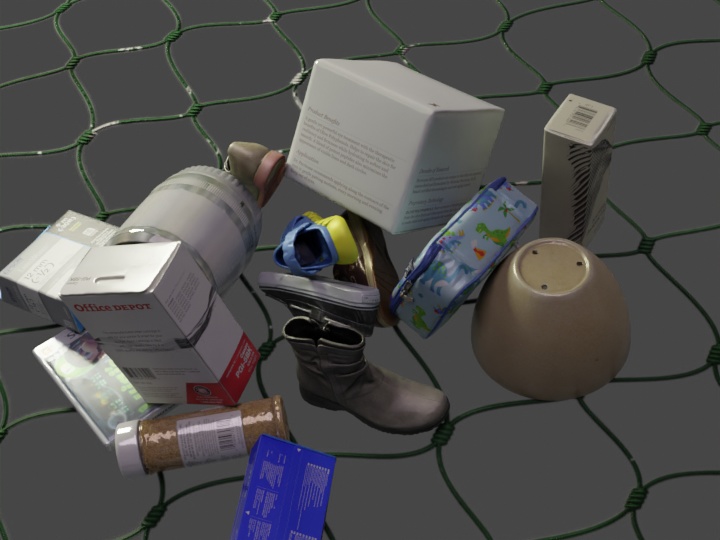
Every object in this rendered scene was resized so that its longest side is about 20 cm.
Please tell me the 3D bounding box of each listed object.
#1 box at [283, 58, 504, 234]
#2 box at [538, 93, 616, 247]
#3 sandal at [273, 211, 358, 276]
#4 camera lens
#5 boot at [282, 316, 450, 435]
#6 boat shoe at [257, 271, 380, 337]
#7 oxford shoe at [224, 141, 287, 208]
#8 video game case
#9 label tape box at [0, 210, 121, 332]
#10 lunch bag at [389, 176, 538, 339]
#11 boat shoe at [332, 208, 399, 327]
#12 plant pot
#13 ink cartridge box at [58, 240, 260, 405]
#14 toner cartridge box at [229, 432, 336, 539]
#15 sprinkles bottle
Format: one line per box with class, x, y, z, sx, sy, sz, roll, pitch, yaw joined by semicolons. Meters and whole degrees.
box;0.046;-0.172;1.466;0.199;0.172;0.200;29;24;29
box;0.280;-0.123;1.419;0.068;0.200;0.082;23;57;25
sandal;-0.076;-0.031;1.414;0.087;0.200;0.080;-22;94;-18
camera lens;-0.231;-0.025;1.414;0.160;0.160;0.200;10;38;16
boot;0.004;0.123;1.290;0.199;0.131;0.068;11;52;17
boat shoe;-0.062;0.044;1.404;0.200;0.071;0.072;12;8;43
oxford shoe;-0.146;-0.138;1.498;0.074;0.200;0.071;30;77;0
video game case;-0.299;0.116;1.409;0.182;0.023;0.200;-35;54;-20
label tape box;-0.415;-0.010;1.495;0.200;0.066;0.143;19;52;29
lunch bag;0.126;-0.014;1.373;0.082;0.161;0.200;40;61;7
boat shoe;0.000;0.000;1.451;0.072;0.072;0.200;-31;54;21
plant pot;0.232;0.039;1.330;0.200;0.135;0.201;-4;49;5
ink cartridge box;-0.231;0.064;1.275;0.146;0.200;0.083;-2;45;31
toner cartridge box;-0.091;0.286;1.197;0.095;0.043;0.200;21;49;-11
sprinkles bottle;-0.186;0.198;1.293;0.199;0.068;0.068;-10;49;-1
